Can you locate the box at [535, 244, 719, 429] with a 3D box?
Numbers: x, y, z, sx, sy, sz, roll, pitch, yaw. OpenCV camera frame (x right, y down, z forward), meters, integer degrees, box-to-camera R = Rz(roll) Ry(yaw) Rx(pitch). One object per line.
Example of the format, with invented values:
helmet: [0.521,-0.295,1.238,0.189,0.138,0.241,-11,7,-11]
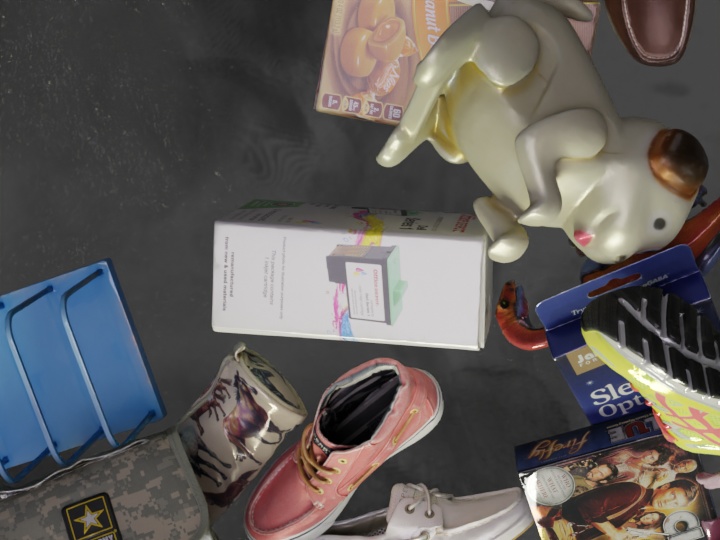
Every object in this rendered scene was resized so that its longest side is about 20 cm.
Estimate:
box: [0.213,0.068,1.094,0.120,0.033,0.200,-22,137,12]

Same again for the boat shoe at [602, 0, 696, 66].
boat shoe: [0.206,-0.247,1.072,0.075,0.072,0.203,-7,100,9]

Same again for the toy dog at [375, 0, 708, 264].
toy dog: [0.138,-0.086,1.025,0.199,0.194,0.140,40,140,6]

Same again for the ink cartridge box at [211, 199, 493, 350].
ink cartridge box: [0.000,0.000,1.113,0.197,0.145,0.085,4,99,7]

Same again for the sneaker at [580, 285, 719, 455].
sneaker: [0.226,0.086,1.028,0.199,0.079,0.090,29,133,-16]

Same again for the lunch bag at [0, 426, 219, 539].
lunch bag: [-0.179,0.234,1.105,0.162,0.118,0.202,-21,97,-9]

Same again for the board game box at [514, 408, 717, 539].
board game box: [0.211,0.205,1.148,0.134,0.035,0.202,-17,118,10]

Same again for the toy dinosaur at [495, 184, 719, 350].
toy dinosaur: [0.188,-0.007,1.090,0.180,0.200,0.105,-33,79,-18]

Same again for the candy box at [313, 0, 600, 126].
candy box: [0.073,-0.161,1.116,0.197,0.055,0.117,11,101,6]

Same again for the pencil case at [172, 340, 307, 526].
pencil case: [-0.128,0.150,1.195,0.089,0.078,0.200,35,106,-23]

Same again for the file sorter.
file sorter: [-0.282,0.096,1.185,0.198,0.123,0.140,-18,98,11]

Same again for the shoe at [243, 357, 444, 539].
shoe: [-0.027,0.142,1.161,0.200,0.091,0.072,-40,65,8]

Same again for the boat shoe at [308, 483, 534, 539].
boat shoe: [0.042,0.204,1.187,0.198,0.071,0.070,-21,98,13]

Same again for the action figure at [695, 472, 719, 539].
action figure: [0.349,0.185,1.106,0.198,0.134,0.151,-20,91,-11]
